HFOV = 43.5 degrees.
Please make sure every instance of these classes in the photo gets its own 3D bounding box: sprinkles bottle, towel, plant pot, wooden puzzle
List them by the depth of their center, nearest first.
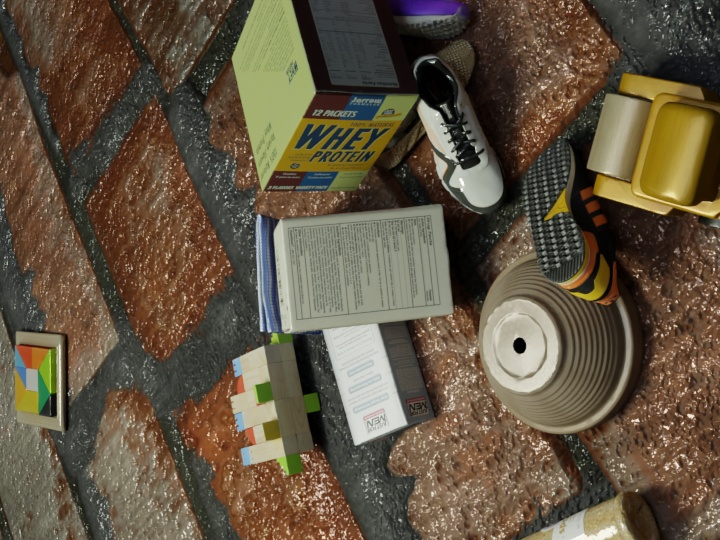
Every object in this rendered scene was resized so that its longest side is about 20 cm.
[{"bbox_3d":[0.224,0.305,0.974,0.199,0.067,0.069,-38,66,36],"label":"sprinkles bottle"},{"bbox_3d":[0.197,0.079,0.979,0.198,0.092,0.206,1,91,42],"label":"plant pot"},{"bbox_3d":[-0.085,0.010,1.178,0.023,0.199,0.149,-6,85,18],"label":"towel"},{"bbox_3d":[-0.649,0.220,1.809,0.197,0.037,0.190,0,91,43],"label":"wooden puzzle"}]

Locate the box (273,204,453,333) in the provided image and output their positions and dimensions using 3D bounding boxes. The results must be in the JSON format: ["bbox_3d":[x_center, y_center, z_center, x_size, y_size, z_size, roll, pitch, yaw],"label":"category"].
[{"bbox_3d":[0.000,0.000,1.076,0.109,0.195,0.131,152,113,-78],"label":"box"}]

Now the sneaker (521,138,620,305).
[{"bbox_3d":[0.228,-0.048,0.954,0.070,0.089,0.203,-37,34,35],"label":"sneaker"}]

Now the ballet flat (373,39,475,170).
[{"bbox_3d":[0.064,-0.203,1.116,0.201,0.064,0.071,-52,54,29],"label":"ballet flat"}]

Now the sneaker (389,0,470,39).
[{"bbox_3d":[0.054,-0.347,1.122,0.197,0.069,0.102,15,99,41],"label":"sneaker"}]

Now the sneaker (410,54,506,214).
[{"bbox_3d":[0.107,-0.156,1.037,0.073,0.080,0.203,-29,90,5],"label":"sneaker"}]

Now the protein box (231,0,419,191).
[{"bbox_3d":[-0.050,-0.234,1.085,0.199,0.132,0.204,-50,49,53],"label":"protein box"}]

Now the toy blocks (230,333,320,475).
[{"bbox_3d":[-0.137,0.195,1.304,0.136,0.098,0.205,-25,74,52],"label":"toy blocks"}]

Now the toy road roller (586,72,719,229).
[{"bbox_3d":[0.294,-0.114,0.849,0.198,0.144,0.126,23,105,40],"label":"toy road roller"}]

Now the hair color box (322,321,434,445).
[{"bbox_3d":[0.016,0.112,1.170,0.098,0.060,0.204,-29,71,39],"label":"hair color box"}]
